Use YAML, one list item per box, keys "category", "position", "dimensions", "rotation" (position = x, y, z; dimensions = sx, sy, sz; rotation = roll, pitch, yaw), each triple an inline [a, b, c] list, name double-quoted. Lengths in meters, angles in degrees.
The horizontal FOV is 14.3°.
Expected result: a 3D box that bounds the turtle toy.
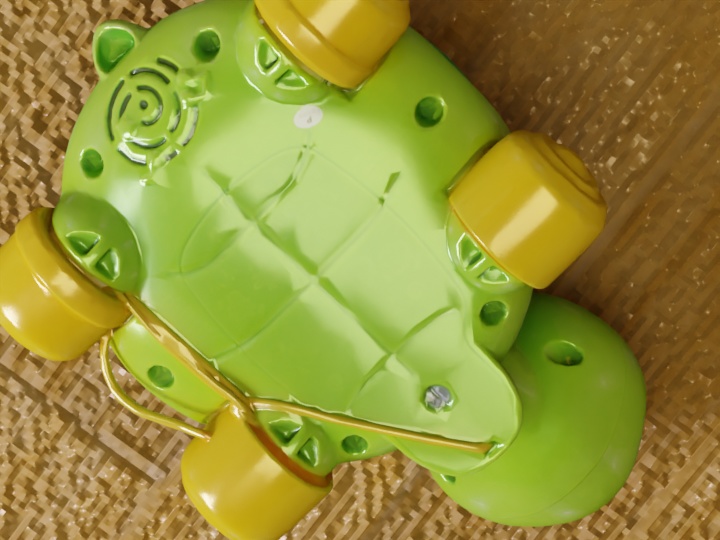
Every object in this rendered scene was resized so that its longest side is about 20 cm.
- category: "turtle toy"
  position: [0.000, 0.000, 0.806]
  dimensions: [0.200, 0.101, 0.146]
  rotation: [44, 105, -9]
